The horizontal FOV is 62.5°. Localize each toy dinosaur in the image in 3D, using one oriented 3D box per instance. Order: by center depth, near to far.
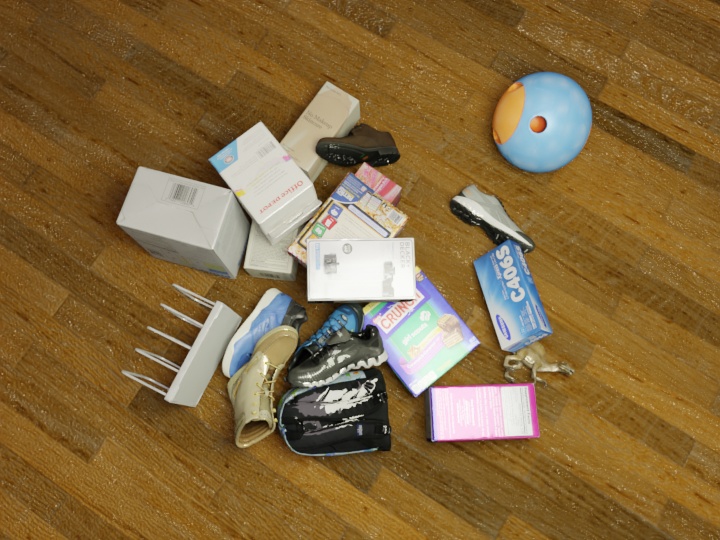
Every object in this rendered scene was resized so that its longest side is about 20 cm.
[{"bbox_3d":[0.324,0.172,1.195,0.199,0.058,0.101,35,62,13],"label":"toy dinosaur"}]

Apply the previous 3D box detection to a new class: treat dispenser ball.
[{"bbox_3d":[0.375,-0.306,1.232,0.199,0.201,0.203,0,75,1],"label":"treat dispenser ball"}]

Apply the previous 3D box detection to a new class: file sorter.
[{"bbox_3d":[-0.347,0.144,1.162,0.124,0.139,0.201,24,77,10],"label":"file sorter"}]

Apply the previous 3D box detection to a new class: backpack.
[{"bbox_3d":[-0.058,0.273,1.121,0.198,0.154,0.165,-11,96,-23],"label":"backpack"}]

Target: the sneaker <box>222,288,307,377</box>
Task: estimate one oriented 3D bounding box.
[{"bbox_3d":[-0.184,0.143,1.188,0.111,0.077,0.201,27,71,17],"label":"sneaker"}]

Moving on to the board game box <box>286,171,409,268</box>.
[{"bbox_3d":[-0.024,-0.068,1.158,0.151,0.046,0.200,38,80,5],"label":"board game box"}]

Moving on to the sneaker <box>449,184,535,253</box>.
[{"bbox_3d":[0.288,-0.110,1.251,0.200,0.074,0.079,39,74,10],"label":"sneaker"}]

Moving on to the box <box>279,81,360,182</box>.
[{"bbox_3d":[-0.091,-0.301,1.302,0.095,0.078,0.201,31,78,8],"label":"box"}]

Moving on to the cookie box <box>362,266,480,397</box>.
[{"bbox_3d":[0.110,0.123,1.190,0.171,0.075,0.200,-38,77,-7],"label":"cookie box"}]

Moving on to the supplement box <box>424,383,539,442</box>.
[{"bbox_3d":[0.228,0.273,1.136,0.198,0.101,0.104,-1,75,0],"label":"supplement box"}]

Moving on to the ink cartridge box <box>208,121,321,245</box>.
[{"bbox_3d":[-0.176,-0.158,1.164,0.128,0.125,0.200,-37,74,-7],"label":"ink cartridge box"}]

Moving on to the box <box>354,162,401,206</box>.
[{"bbox_3d":[-0.011,-0.109,1.241,0.102,0.095,0.201,36,79,8],"label":"box"}]

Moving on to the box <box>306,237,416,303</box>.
[{"bbox_3d":[0.000,0.000,1.092,0.198,0.060,0.118,0,82,-6],"label":"box"}]

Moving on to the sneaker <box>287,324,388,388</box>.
[{"bbox_3d":[-0.045,0.149,1.090,0.198,0.066,0.091,-16,111,-20],"label":"sneaker"}]

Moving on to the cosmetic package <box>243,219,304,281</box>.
[{"bbox_3d":[-0.174,-0.086,1.250,0.103,0.073,0.202,8,75,4],"label":"cosmetic package"}]

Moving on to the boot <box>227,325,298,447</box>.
[{"bbox_3d":[-0.175,0.214,1.100,0.073,0.156,0.200,33,109,-31],"label":"boot"}]

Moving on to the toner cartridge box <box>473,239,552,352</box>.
[{"bbox_3d":[0.298,0.049,1.174,0.095,0.043,0.201,-36,53,35],"label":"toner cartridge box"}]

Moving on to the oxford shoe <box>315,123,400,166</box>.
[{"bbox_3d":[-0.013,-0.272,1.273,0.199,0.073,0.085,-5,73,-35],"label":"oxford shoe"}]

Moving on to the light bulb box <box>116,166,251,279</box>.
[{"bbox_3d":[-0.342,-0.089,1.188,0.196,0.200,0.126,15,74,5],"label":"light bulb box"}]

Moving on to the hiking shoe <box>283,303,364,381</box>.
[{"bbox_3d":[-0.065,0.144,1.147,0.074,0.087,0.200,41,107,12],"label":"hiking shoe"}]
